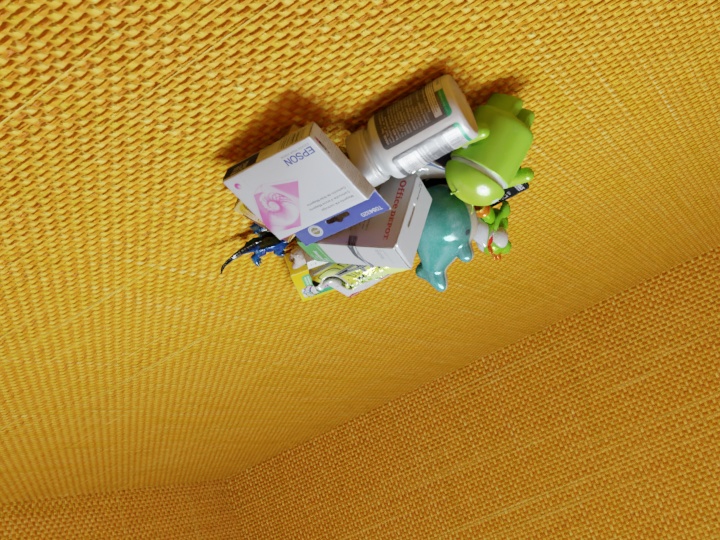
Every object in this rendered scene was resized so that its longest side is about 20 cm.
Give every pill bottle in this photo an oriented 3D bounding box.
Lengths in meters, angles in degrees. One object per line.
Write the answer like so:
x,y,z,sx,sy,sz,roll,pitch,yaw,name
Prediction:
0.081,-0.221,1.455,0.198,0.115,0.113,-26,161,19,pill bottle

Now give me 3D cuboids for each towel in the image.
-0.081,-0.049,1.778,0.131,0.035,0.200,-31,180,-6,towel

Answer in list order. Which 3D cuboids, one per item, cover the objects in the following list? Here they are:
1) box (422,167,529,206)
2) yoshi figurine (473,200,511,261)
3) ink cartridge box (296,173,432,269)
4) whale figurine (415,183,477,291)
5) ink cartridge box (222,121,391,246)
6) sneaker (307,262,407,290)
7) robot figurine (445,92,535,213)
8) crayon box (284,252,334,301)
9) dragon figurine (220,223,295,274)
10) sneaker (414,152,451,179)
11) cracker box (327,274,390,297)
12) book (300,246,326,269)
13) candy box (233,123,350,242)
0.220,-0.184,1.746,0.162,0.087,0.200,-27,160,18,box
0.239,-0.100,1.760,0.113,0.112,0.200,-59,143,-6,yoshi figurine
0.008,-0.089,1.552,0.197,0.148,0.084,6,156,30,ink cartridge box
0.134,-0.055,1.631,0.103,0.159,0.202,-19,134,-41,whale figurine
-0.085,-0.119,1.418,0.195,0.044,0.200,-22,125,36,ink cartridge box
0.000,0.000,1.672,0.197,0.078,0.076,-3,159,4,sneaker
0.220,-0.201,1.542,0.175,0.115,0.202,33,86,-45,robot figurine
-0.069,-0.010,1.972,0.170,0.059,0.200,-19,161,-2,crayon box
-0.181,-0.058,1.716,0.198,0.059,0.100,-17,160,-25,dragon figurine
0.082,-0.189,1.620,0.196,0.082,0.115,-5,161,-21,sneaker
-0.003,-0.013,1.836,0.133,0.058,0.200,-30,164,9,cracker box
-0.023,-0.096,1.657,0.197,0.135,0.048,-18,154,-5,book
-0.116,-0.139,1.482,0.116,0.057,0.200,30,141,-16,candy box
